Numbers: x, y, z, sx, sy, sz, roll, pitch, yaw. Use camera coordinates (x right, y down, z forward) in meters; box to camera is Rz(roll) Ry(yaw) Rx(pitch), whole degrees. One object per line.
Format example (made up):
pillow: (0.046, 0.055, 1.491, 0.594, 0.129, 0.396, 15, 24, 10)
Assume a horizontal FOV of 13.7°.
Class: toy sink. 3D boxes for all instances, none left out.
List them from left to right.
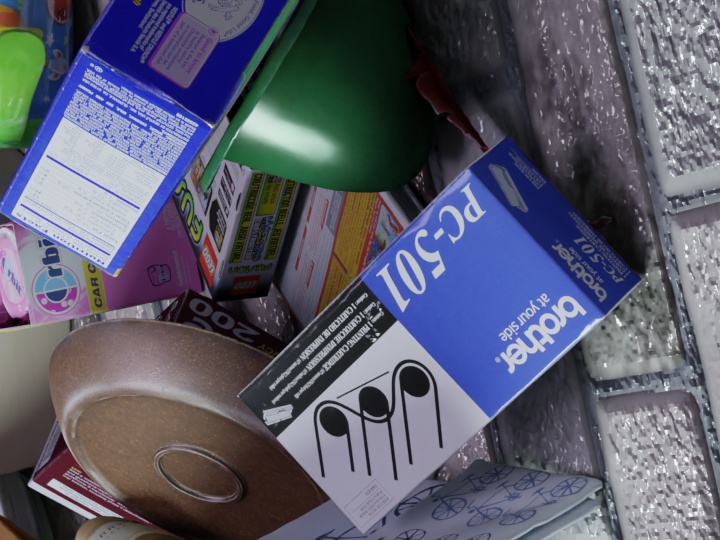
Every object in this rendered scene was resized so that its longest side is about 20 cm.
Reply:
toy sink: (-0.278, 0.030, 2.040, 0.112, 0.130, 0.200, 37, 133, 53)

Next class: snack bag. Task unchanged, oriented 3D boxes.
snack bag: (-0.005, 0.141, 1.473, 0.200, 0.188, 0.021, 1, 115, 59)

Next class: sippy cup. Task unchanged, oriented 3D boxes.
sippy cup: (-0.239, -0.161, 1.899, 0.178, 0.140, 0.131, 23, 113, 30)

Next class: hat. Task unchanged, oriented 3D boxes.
hat: (0.031, -0.067, 1.504, 0.166, 0.176, 0.200, -58, 5, 38)

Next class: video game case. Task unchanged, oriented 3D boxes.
video game case: (0.000, 0.000, 1.603, 0.200, 0.017, 0.143, 57, 146, 37)

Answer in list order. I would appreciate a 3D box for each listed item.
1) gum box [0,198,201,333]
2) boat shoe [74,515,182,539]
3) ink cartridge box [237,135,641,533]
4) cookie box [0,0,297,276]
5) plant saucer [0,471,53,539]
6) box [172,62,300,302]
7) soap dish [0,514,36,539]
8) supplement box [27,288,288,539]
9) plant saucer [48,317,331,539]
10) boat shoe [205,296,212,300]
gum box: (-0.194, -0.001, 1.878, 0.200, 0.113, 0.066, -10, 92, 64)
boat shoe: (-0.095, 0.199, 1.727, 0.066, 0.074, 0.200, 29, 162, 44)
ink cartridge box: (0.034, 0.033, 1.418, 0.094, 0.044, 0.200, 47, 129, 3)
cookie box: (-0.087, -0.111, 1.449, 0.075, 0.171, 0.200, 32, 154, -5)
plant saucer: (-0.259, 0.202, 2.154, 0.200, 0.050, 0.200, 37, 132, 56)
box: (-0.088, -0.093, 1.694, 0.110, 0.035, 0.200, 108, 148, -46)
soap dish: (-0.202, 0.236, 1.957, 0.157, 0.081, 0.200, 41, 175, -35)
supplement box: (-0.103, 0.093, 1.715, 0.200, 0.109, 0.061, -39, 25, 55)
plant saucer: (-0.083, 0.099, 1.624, 0.035, 0.200, 0.200, -66, 7, -33)
boat shoe: (-0.114, 0.085, 1.825, 0.200, 0.069, 0.057, 117, 167, -56)
